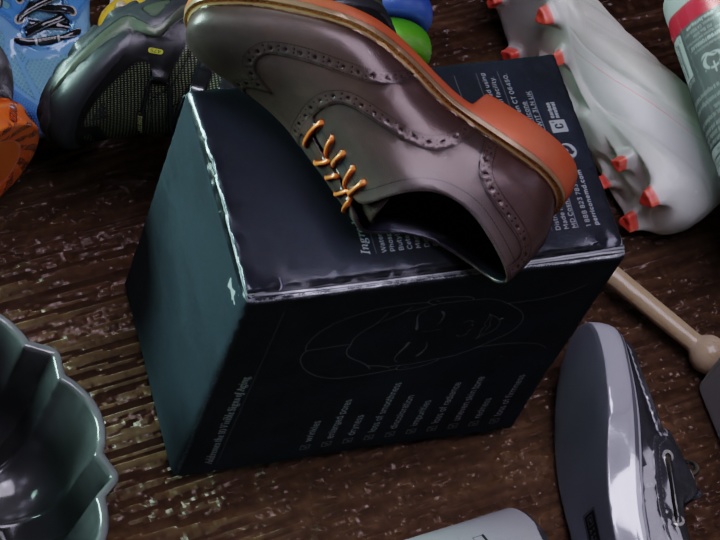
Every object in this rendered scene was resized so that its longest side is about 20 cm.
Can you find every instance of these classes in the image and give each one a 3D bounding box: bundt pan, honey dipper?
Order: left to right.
[{"bbox_3d":[-0.223,0.111,1.194,0.201,0.076,0.202,12,49,-14],"label":"bundt pan"},{"bbox_3d":[0.129,-0.011,1.396,0.200,0.038,0.038,39,59,4],"label":"honey dipper"}]

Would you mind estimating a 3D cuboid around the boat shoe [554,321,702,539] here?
[{"bbox_3d":[0.152,0.124,1.314,0.066,0.070,0.201,4,62,-23],"label":"boat shoe"}]

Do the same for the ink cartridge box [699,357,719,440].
[{"bbox_3d":[0.311,0.090,1.367,0.199,0.083,0.147,-11,66,-20],"label":"ink cartridge box"}]

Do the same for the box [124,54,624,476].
[{"bbox_3d":[0.000,0.000,1.257,0.196,0.200,0.124,-8,64,-20],"label":"box"}]

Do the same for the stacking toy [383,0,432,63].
[{"bbox_3d":[0.012,-0.119,1.399,0.085,0.085,0.201,-2,68,-17],"label":"stacking toy"}]

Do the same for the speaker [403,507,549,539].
[{"bbox_3d":[0.000,0.181,1.230,0.199,0.081,0.081,-14,68,-22],"label":"speaker"}]

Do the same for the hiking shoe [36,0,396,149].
[{"bbox_3d":[-0.067,-0.094,1.285,0.199,0.076,0.101,-20,63,-13],"label":"hiking shoe"}]

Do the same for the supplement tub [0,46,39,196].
[{"bbox_3d":[-0.266,-0.115,1.287,0.122,0.123,0.200,-35,77,-29],"label":"supplement tub"}]

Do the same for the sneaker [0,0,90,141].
[{"bbox_3d":[-0.186,-0.163,1.353,0.078,0.090,0.201,-8,66,-20],"label":"sneaker"}]

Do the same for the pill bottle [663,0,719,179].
[{"bbox_3d":[0.251,-0.079,1.387,0.110,0.111,0.201,-12,76,-21],"label":"pill bottle"}]

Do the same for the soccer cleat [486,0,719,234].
[{"bbox_3d":[0.145,-0.112,1.441,0.077,0.069,0.200,-25,79,-31],"label":"soccer cleat"}]

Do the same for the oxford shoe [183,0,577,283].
[{"bbox_3d":[0.001,-0.065,1.136,0.199,0.071,0.073,27,61,1],"label":"oxford shoe"}]

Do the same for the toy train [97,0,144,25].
[{"bbox_3d":[-0.077,-0.146,1.384,0.150,0.056,0.201,-11,64,-8],"label":"toy train"}]
